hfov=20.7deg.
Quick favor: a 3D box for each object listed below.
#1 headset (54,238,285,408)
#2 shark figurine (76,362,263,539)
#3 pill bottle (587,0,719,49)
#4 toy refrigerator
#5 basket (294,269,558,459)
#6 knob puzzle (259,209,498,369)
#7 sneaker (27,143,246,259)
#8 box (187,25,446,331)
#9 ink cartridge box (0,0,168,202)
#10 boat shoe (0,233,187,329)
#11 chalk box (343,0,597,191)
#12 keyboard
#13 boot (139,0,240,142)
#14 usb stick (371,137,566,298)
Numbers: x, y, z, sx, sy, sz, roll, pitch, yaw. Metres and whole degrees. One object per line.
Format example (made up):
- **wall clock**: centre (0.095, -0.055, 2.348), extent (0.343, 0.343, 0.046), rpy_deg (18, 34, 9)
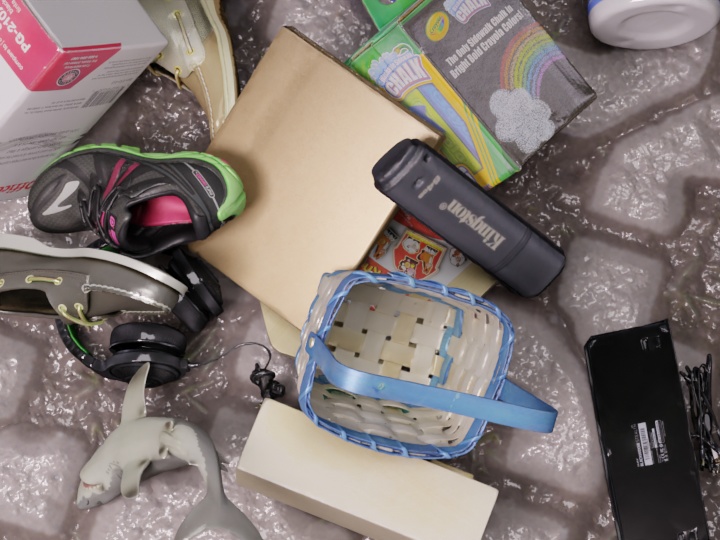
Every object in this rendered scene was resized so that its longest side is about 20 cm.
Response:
- **headset**: centre (-0.154, 0.049, 1.620), extent (0.200, 0.094, 0.124), rpy_deg (26, 78, 20)
- **shark figurine**: centre (-0.130, 0.151, 1.533), extent (0.089, 0.214, 0.128), rpy_deg (25, 82, -37)
- **pill bottle**: centre (0.247, -0.303, 1.707), extent (0.114, 0.114, 0.200), rpy_deg (-1, 74, -3)
- **toy refrigerator**: centre (0.005, 0.170, 1.579), extent (0.200, 0.076, 0.070), rpy_deg (22, 74, 4)
- **basket**: centre (0.042, 0.076, 1.508), extent (0.176, 0.200, 0.139), rpy_deg (15, 93, -17)
- **knob puzzle**: centre (0.000, 0.000, 1.650), extent (0.219, 0.030, 0.220), rpy_deg (0, 74, -2)
- **sneaker**: centre (-0.192, -0.054, 1.588), extent (0.200, 0.077, 0.084), rpy_deg (-3, 34, 29)
- **box**: centre (-0.049, -0.071, 1.597), extent (0.163, 0.021, 0.200), rpy_deg (36, 104, 12)
- **ink cartridge box**: centre (-0.272, -0.143, 1.571), extent (0.200, 0.145, 0.084), rpy_deg (-43, 77, 28)
- **boat shoe**: centre (-0.225, 0.016, 1.570), extent (0.202, 0.072, 0.060), rpy_deg (9, 69, 34)
- **chalk box**: centre (0.068, -0.167, 1.613), extent (0.200, 0.124, 0.124), rpy_deg (50, 54, -4)
- **keyboard**: centre (0.252, 0.143, 1.630), extent (0.104, 0.040, 0.200), rpy_deg (-13, 75, 17)
- **boot**: centre (-0.186, -0.180, 1.670), extent (0.155, 0.072, 0.200), rpy_deg (-13, 70, -8)
- **usb stick**: centre (0.089, -0.040, 1.577), extent (0.055, 0.200, 0.033), rpy_deg (-42, 38, 17)
